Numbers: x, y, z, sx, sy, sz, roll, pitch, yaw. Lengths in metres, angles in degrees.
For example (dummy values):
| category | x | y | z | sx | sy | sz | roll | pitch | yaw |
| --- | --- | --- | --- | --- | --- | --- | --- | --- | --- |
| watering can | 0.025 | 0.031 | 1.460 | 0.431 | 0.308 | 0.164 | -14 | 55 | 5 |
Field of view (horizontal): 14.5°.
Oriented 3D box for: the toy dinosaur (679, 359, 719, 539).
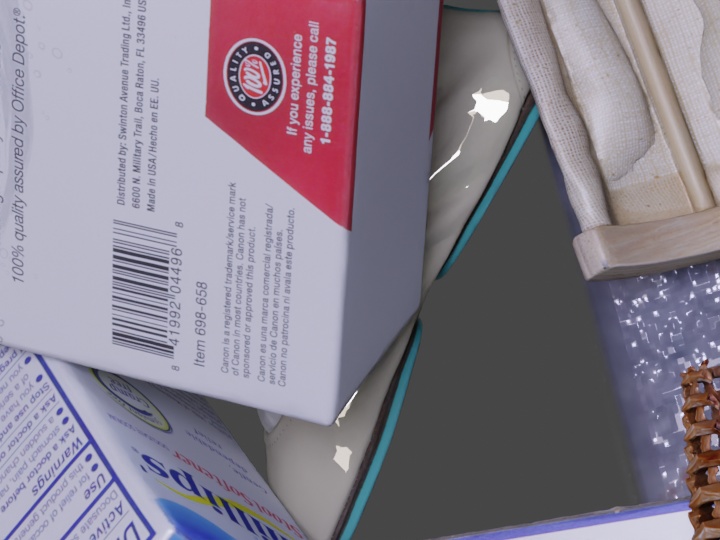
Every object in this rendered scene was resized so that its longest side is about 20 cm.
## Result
| category | x | y | z | sx | sy | sz | roll | pitch | yaw |
| --- | --- | --- | --- | --- | --- | --- | --- | --- | --- |
| toy dinosaur | 0.148 | 0.120 | 0.822 | 0.136 | 0.102 | 0.200 | -36 | 94 | 28 |

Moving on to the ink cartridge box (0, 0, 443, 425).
| category | x | y | z | sx | sy | sz | roll | pitch | yaw |
| --- | --- | --- | --- | --- | --- | --- | --- | --- | --- |
| ink cartridge box | -0.083 | -0.053 | 0.863 | 0.199 | 0.084 | 0.145 | 13 | 119 | 16 |

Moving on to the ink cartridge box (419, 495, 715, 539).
| category | x | y | z | sx | sy | sz | roll | pitch | yaw |
| --- | --- | --- | --- | --- | --- | --- | --- | --- | --- |
| ink cartridge box | 0.101 | 0.176 | 0.899 | 0.197 | 0.047 | 0.201 | -11 | 76 | 20 |

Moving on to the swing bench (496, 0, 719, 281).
| category | x | y | z | sx | sy | sz | roll | pitch | yaw |
| --- | --- | --- | --- | --- | --- | --- | --- | --- | --- |
| swing bench | 0.132 | -0.129 | 0.873 | 0.200 | 0.129 | 0.199 | -38 | 67 | 54 |

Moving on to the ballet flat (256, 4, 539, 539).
| category | x | y | z | sx | sy | sz | roll | pitch | yaw |
| --- | --- | --- | --- | --- | --- | --- | --- | --- | --- |
| ballet flat | 0.000 | 0.000 | 0.945 | 0.069 | 0.069 | 0.200 | 22 | 83 | 22 |

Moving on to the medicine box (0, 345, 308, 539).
| category | x | y | z | sx | sy | sz | roll | pitch | yaw |
| --- | --- | --- | --- | --- | --- | --- | --- | --- | --- |
| medicine box | -0.118 | 0.117 | 0.911 | 0.182 | 0.103 | 0.200 | -50 | 39 | 7 |
